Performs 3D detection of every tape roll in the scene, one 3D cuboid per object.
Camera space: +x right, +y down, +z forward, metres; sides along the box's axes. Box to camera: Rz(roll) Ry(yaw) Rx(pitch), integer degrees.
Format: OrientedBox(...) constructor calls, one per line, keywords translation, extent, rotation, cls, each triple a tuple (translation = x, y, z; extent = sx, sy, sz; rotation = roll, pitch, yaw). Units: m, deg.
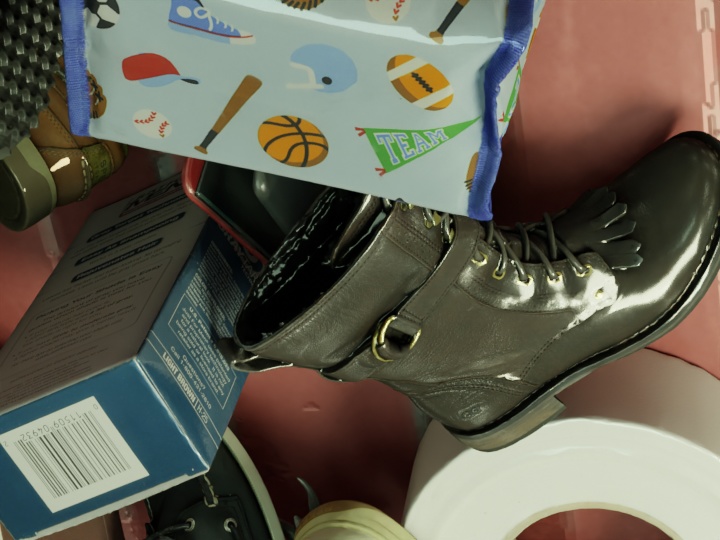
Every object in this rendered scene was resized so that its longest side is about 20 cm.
OrientedBox(translation=(0.118, 0.139, 0.854), extent=(0.202, 0.071, 0.203), rotation=(4, 121, 7), cls="tape roll")

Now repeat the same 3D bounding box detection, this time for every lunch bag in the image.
OrientedBox(translation=(-0.007, -0.141, 0.644), extent=(0.169, 0.200, 0.124), rotation=(14, 143, 3), cls="lunch bag")

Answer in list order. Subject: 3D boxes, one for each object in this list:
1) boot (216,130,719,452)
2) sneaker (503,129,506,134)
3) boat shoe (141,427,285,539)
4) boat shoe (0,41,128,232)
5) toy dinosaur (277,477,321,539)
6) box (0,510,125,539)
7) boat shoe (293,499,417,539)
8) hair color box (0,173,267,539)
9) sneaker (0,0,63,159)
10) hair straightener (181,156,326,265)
OrientedBox(translation=(0.056, -0.007, 0.719), extent=(0.200, 0.069, 0.174), rotation=(-47, 137, 10), cls="boot")
OrientedBox(translation=(-0.023, -0.094, 0.724), extent=(0.199, 0.076, 0.105), rotation=(21, 161, -13), cls="sneaker")
OrientedBox(translation=(-0.079, 0.152, 0.857), extent=(0.074, 0.066, 0.200), rotation=(-27, 85, 49), cls="boat shoe")
OrientedBox(translation=(-0.182, -0.114, 0.769), extent=(0.200, 0.068, 0.072), rotation=(57, 149, -3), cls="boat shoe")
OrientedBox(translation=(-0.016, 0.204, 0.919), extent=(0.077, 0.102, 0.200), rotation=(-15, 143, -32), cls="toy dinosaur")
OrientedBox(translation=(-0.199, 0.104, 0.808), extent=(0.075, 0.200, 0.100), rotation=(-21, 76, 19), cls="box")
OrientedBox(translation=(0.043, 0.194, 0.821), extent=(0.200, 0.063, 0.073), rotation=(38, 118, -12), cls="boat shoe")
OrientedBox(translation=(-0.096, 0.025, 0.752), extent=(0.100, 0.200, 0.061), rotation=(-22, 113, 22), cls="hair color box")
OrientedBox(translation=(-0.175, -0.142, 0.709), extent=(0.090, 0.070, 0.201), rotation=(0, 83, 11), cls="sneaker")
OrientedBox(translation=(0.000, 0.000, 0.771), extent=(0.077, 0.041, 0.200), rotation=(-1, 147, 30), cls="hair straightener")
